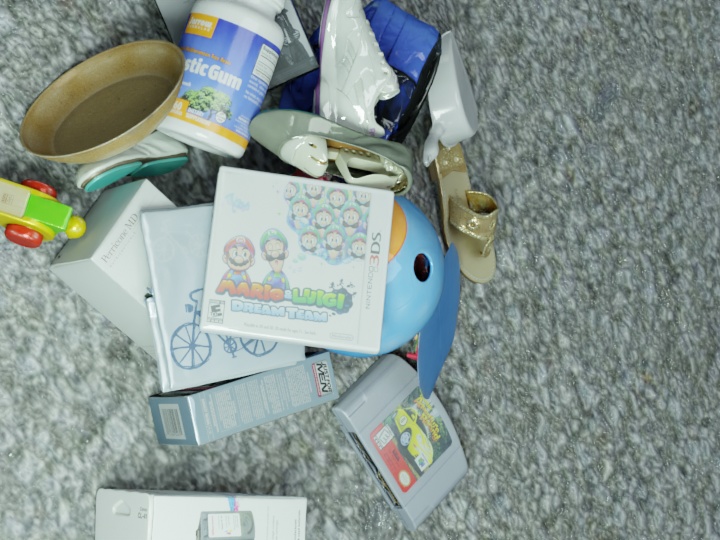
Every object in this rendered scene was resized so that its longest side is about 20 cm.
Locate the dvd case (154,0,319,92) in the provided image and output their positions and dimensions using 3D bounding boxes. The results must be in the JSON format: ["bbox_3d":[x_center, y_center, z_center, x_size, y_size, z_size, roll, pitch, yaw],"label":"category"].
[{"bbox_3d":[-0.153,-0.300,1.696,0.149,0.025,0.202,-23,92,0],"label":"dvd case"}]

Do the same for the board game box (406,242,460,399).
[{"bbox_3d":[0.084,0.064,1.856,0.201,0.038,0.159,-62,155,-48],"label":"board game box"}]

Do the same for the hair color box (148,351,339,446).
[{"bbox_3d":[-0.135,0.148,1.690,0.198,0.099,0.061,-15,94,-36],"label":"hair color box"}]

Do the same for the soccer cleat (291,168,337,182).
[{"bbox_3d":[-0.021,-0.059,1.821,0.077,0.067,0.199,-48,124,7],"label":"soccer cleat"}]

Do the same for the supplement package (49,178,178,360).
[{"bbox_3d":[-0.225,0.011,1.625,0.200,0.117,0.118,43,64,-25],"label":"supplement package"}]

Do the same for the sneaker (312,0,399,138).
[{"bbox_3d":[-0.002,-0.244,1.668,0.098,0.075,0.203,4,87,-1],"label":"sneaker"}]

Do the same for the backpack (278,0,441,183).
[{"bbox_3d":[0.004,-0.235,1.784,0.167,0.162,0.201,32,69,-8],"label":"backpack"}]

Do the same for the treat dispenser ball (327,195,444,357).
[{"bbox_3d":[0.000,0.000,1.705,0.199,0.200,0.204,3,84,-35],"label":"treat dispenser ball"}]

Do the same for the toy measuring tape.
[{"bbox_3d":[-0.391,-0.073,1.558,0.198,0.074,0.074,18,75,-10],"label":"toy measuring tape"}]

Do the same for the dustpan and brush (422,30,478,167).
[{"bbox_3d":[0.109,-0.200,1.872,0.201,0.057,0.141,-84,157,-51],"label":"dustpan and brush"}]

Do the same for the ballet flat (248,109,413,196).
[{"bbox_3d":[-0.029,-0.129,1.617,0.198,0.068,0.064,13,48,-22],"label":"ballet flat"}]

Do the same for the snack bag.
[{"bbox_3d":[-0.155,0.019,1.590,0.187,0.021,0.203,-11,89,-38],"label":"snack bag"}]

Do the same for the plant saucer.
[{"bbox_3d":[-0.272,-0.175,1.567,0.201,0.199,0.036,-50,133,-27],"label":"plant saucer"}]

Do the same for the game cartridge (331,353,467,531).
[{"bbox_3d":[0.057,0.215,1.865,0.133,0.041,0.201,-44,111,-34],"label":"game cartridge"}]

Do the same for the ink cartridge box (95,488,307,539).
[{"bbox_3d":[-0.179,0.289,1.618,0.198,0.147,0.087,6,81,-34],"label":"ink cartridge box"}]

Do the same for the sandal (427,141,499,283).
[{"bbox_3d":[0.150,-0.082,1.933,0.077,0.069,0.214,-26,101,-34],"label":"sandal"}]

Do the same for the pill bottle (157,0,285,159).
[{"bbox_3d":[-0.151,-0.237,1.627,0.111,0.112,0.202,21,87,-33],"label":"pill bottle"}]

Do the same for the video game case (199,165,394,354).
[{"bbox_3d":[-0.068,-0.011,1.581,0.197,0.024,0.184,8,76,-8],"label":"video game case"}]

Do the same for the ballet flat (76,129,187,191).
[{"bbox_3d":[-0.264,-0.132,1.614,0.200,0.069,0.070,-24,102,-63],"label":"ballet flat"}]
